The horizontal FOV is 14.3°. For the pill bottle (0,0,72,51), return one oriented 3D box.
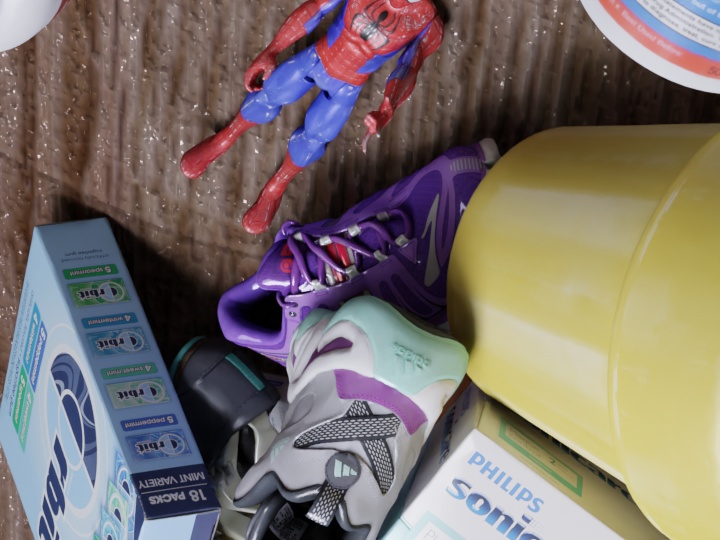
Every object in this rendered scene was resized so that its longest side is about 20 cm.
[{"bbox_3d":[-0.158,-0.166,1.266,0.112,0.200,0.112,18,133,20],"label":"pill bottle"}]

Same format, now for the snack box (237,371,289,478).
[{"bbox_3d":[-0.022,0.143,1.560,0.072,0.024,0.200,9,129,29],"label":"snack box"}]

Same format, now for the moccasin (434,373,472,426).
[{"bbox_3d":[0.099,0.087,1.388,0.201,0.078,0.074,25,121,14],"label":"moccasin"}]

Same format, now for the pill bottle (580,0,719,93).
[{"bbox_3d":[0.168,-0.170,1.111,0.112,0.112,0.200,35,137,3],"label":"pill bottle"}]

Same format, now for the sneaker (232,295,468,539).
[{"bbox_3d":[-0.021,0.090,1.298,0.078,0.140,0.200,29,170,1],"label":"sneaker"}]

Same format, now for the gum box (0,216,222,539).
[{"bbox_3d":[-0.136,0.103,1.502,0.170,0.044,0.200,108,147,-45],"label":"gum box"}]

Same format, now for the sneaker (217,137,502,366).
[{"bbox_3d":[0.000,0.000,1.366,0.083,0.081,0.200,13,147,-31],"label":"sneaker"}]

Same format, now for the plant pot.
[{"bbox_3d":[0.147,0.018,1.236,0.189,0.201,0.201,16,134,44],"label":"plant pot"}]

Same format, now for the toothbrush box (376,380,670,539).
[{"bbox_3d":[0.051,0.172,1.326,0.146,0.085,0.200,38,105,-7],"label":"toothbrush box"}]

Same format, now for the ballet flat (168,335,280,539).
[{"bbox_3d":[-0.074,0.121,1.513,0.073,0.073,0.200,24,134,15],"label":"ballet flat"}]

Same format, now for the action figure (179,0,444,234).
[{"bbox_3d":[-0.027,-0.075,1.335,0.065,0.099,0.200,40,134,-4],"label":"action figure"}]
